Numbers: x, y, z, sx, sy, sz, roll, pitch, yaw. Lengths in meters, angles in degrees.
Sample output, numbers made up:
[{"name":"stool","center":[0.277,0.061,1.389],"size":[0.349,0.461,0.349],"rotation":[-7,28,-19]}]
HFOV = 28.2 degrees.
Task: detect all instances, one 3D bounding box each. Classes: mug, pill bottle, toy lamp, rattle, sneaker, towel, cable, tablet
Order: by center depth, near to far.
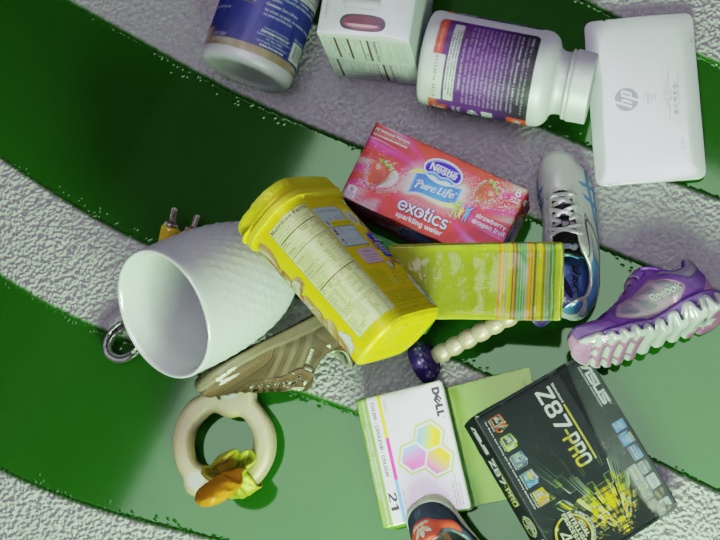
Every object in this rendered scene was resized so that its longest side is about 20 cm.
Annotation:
[{"name":"sneaker","center":[0.124,0.334,1.554],"size":[0.200,0.085,0.075],"rotation":[41,106,-16]},{"name":"towel","center":[0.125,0.011,1.578],"size":[0.197,0.018,0.087],"rotation":[0,82,16]},{"name":"sneaker","center":[0.313,0.043,1.605],"size":[0.198,0.081,0.089],"rotation":[-17,67,-17]},{"name":"toy lamp","center":[0.147,0.062,1.616],"size":[0.199,0.058,0.059],"rotation":[-28,77,22]},{"name":"mug","center":[-0.172,0.033,1.618],"size":[0.148,0.175,0.200],"rotation":[55,135,9]},{"name":"sneaker","center":[-0.091,0.111,1.635],"size":[0.199,0.070,0.076],"rotation":[-26,92,-23]},{"name":"rattle","center":[-0.170,0.161,1.636],"size":[0.129,0.142,0.203],"rotation":[2,86,27]},{"name":"sneaker","center":[0.239,-0.044,1.644],"size":[0.071,0.072,0.203],"rotation":[-7,78,8]},{"name":"pill bottle","center":[0.172,-0.230,1.666],"size":[0.198,0.111,0.113],"rotation":[13,82,10]},{"name":"tablet","center":[0.334,-0.202,1.688],"size":[0.128,0.014,0.203],"rotation":[-4,79,8]},{"name":"pill bottle","center":[-0.107,-0.328,1.720],"size":[0.114,0.116,0.202],"rotation":[17,82,10]},{"name":"cable","center":[-0.230,0.030,1.725],"size":[0.096,0.050,0.201],"rotation":[29,97,-5]}]

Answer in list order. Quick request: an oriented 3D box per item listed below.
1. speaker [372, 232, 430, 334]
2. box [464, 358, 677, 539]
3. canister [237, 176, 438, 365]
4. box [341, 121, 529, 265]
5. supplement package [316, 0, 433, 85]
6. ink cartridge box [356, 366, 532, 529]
[{"name":"speaker","center":[0.000,0.000,1.664],"size":[0.198,0.088,0.089],"rotation":[24,84,11]},{"name":"box","center":[0.232,0.216,1.584],"size":[0.160,0.049,0.201],"rotation":[-25,79,-21]},{"name":"canister","center":[-0.021,-0.001,1.544],"size":[0.200,0.148,0.087],"rotation":[48,112,16]},{"name":"box","center":[0.088,-0.080,1.659],"size":[0.198,0.096,0.101],"rotation":[26,84,12]},{"name":"supplement package","center":[0.028,-0.342,1.682],"size":[0.109,0.156,0.203],"rotation":[7,81,9]},{"name":"ink cartridge box","center":[0.109,0.196,1.617],"size":[0.198,0.076,0.150],"rotation":[-15,78,7]}]
